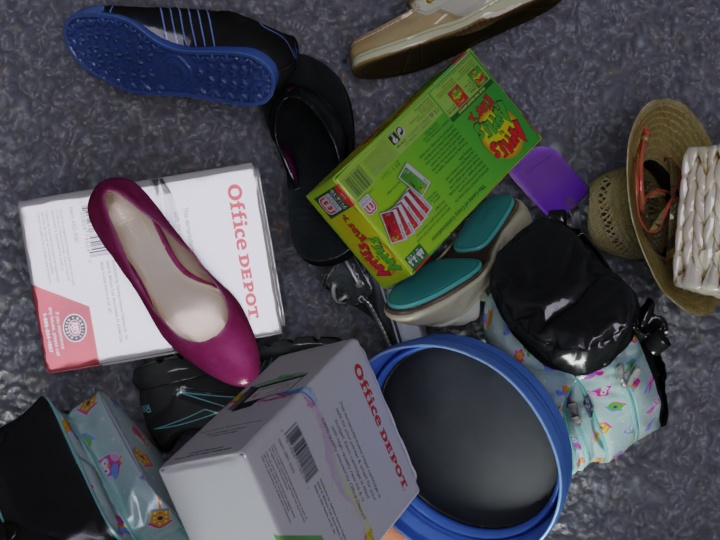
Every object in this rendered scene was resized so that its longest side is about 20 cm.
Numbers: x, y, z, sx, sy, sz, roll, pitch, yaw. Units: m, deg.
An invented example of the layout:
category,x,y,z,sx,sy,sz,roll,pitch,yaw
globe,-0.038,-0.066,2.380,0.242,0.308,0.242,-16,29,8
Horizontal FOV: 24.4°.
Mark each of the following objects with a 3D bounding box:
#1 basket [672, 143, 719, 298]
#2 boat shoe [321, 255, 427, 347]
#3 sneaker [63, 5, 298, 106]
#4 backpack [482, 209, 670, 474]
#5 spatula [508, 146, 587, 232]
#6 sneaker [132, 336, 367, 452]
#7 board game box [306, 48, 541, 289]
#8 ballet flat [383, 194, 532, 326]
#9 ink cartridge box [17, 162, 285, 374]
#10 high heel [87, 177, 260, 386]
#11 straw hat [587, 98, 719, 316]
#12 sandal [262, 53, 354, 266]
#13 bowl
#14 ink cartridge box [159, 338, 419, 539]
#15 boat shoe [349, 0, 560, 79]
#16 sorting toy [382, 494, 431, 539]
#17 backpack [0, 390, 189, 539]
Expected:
category,x,y,z,sx,sy,sz,roll,pitch,yaw
basket,0.362,-0.035,1.387,0.200,0.123,0.136,8,87,-48
boat shoe,0.000,0.000,1.430,0.071,0.072,0.200,-23,81,3
sneaker,-0.150,-0.190,1.415,0.200,0.078,0.070,16,124,13
backpack,0.180,0.072,1.385,0.127,0.167,0.200,-27,136,-4
spatula,0.201,-0.021,1.465,0.057,0.021,0.200,-36,98,-29
sneaker,-0.090,0.102,1.412,0.200,0.075,0.079,-10,83,4
board game box,0.056,-0.087,1.390,0.102,0.048,0.200,50,56,-9
ballet flat,0.091,0.007,1.398,0.069,0.069,0.200,51,48,-3
ink cartridge box,-0.174,-0.002,1.399,0.200,0.083,0.147,-9,91,-6
high heel,-0.144,0.011,1.312,0.067,0.096,0.200,-32,94,-4
straw hat,0.240,-0.051,1.430,0.085,0.201,0.201,-11,91,35
sandal,-0.040,-0.102,1.396,0.075,0.048,0.201,-17,66,10
bowl,0.080,0.143,1.356,0.201,0.039,0.201,14,118,27
ink cartridge box,-0.049,0.162,1.288,0.084,0.200,0.145,-14,106,31
boat shoe,0.076,-0.226,1.436,0.200,0.074,0.066,-23,79,-7
sorting toy,-0.022,0.205,1.436,0.185,0.036,0.200,-25,92,-5
backpack,-0.212,0.209,1.338,0.153,0.200,0.176,-29,51,-13
